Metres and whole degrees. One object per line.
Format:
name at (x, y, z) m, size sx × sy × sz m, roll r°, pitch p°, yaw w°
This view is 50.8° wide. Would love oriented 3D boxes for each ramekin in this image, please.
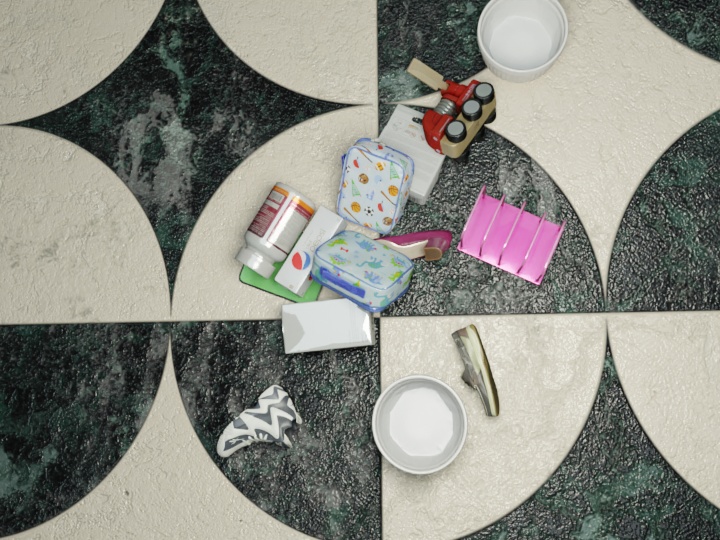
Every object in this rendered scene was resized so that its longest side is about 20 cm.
ramekin at (0.127, 0.323, 1.608) m, size 0.198 × 0.105 × 0.202 m, roll -1°, pitch 82°, yaw 7°
ramekin at (0.362, -0.521, 1.711) m, size 0.198 × 0.105 × 0.202 m, roll -1°, pitch 81°, yaw 8°

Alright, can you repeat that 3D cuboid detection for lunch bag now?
lunch bag at (0.000, 0.000, 1.642) m, size 0.199 × 0.161 × 0.083 m, roll 27°, pitch 127°, yaw 20°
lunch bag at (0.028, -0.191, 1.673) m, size 0.159 × 0.076 × 0.201 m, roll 24°, pitch 126°, yaw 14°

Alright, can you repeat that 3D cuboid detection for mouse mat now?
mouse mat at (-0.170, -0.018, 1.757) m, size 0.198 × 0.008 × 0.162 m, roll 20°, pitch 84°, yaw 11°

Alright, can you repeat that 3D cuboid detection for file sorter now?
file sorter at (0.327, -0.079, 1.638) m, size 0.199 × 0.125 × 0.140 m, roll 24°, pitch 85°, yaw 11°

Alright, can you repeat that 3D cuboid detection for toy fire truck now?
toy fire truck at (0.184, -0.373, 1.706) m, size 0.199 × 0.129 × 0.177 m, roll 30°, pitch 75°, yaw 26°

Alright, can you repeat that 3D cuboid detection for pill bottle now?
pill bottle at (-0.194, -0.089, 1.712) m, size 0.109 × 0.110 × 0.201 m, roll 31°, pitch 86°, yaw 11°

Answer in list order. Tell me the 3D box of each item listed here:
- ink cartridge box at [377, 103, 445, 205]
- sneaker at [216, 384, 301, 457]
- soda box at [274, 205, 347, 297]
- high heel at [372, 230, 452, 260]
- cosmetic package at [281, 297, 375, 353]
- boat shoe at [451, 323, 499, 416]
ink cartridge box at (0.115, -0.268, 1.747) m, size 0.161 × 0.057 × 0.201 m, roll 24°, pitch 65°, yaw 11°
sneaker at (-0.212, 0.365, 1.667) m, size 0.199 × 0.080 × 0.130 m, roll -42°, pitch 70°, yaw -10°
soda box at (-0.111, -0.042, 1.714) m, size 0.063 × 0.068 × 0.201 m, roll 31°, pitch 86°, yaw 12°
high heel at (0.107, -0.059, 1.716) m, size 0.198 × 0.096 × 0.068 m, roll 6°, pitch 122°, yaw 22°
cosmetic package at (-0.071, 0.121, 1.683) m, size 0.198 × 0.081 × 0.114 m, roll -5°, pitch 84°, yaw 8°
boat shoe at (0.247, 0.220, 1.637) m, size 0.065 × 0.072 × 0.203 m, roll -17°, pitch 79°, yaw 15°
